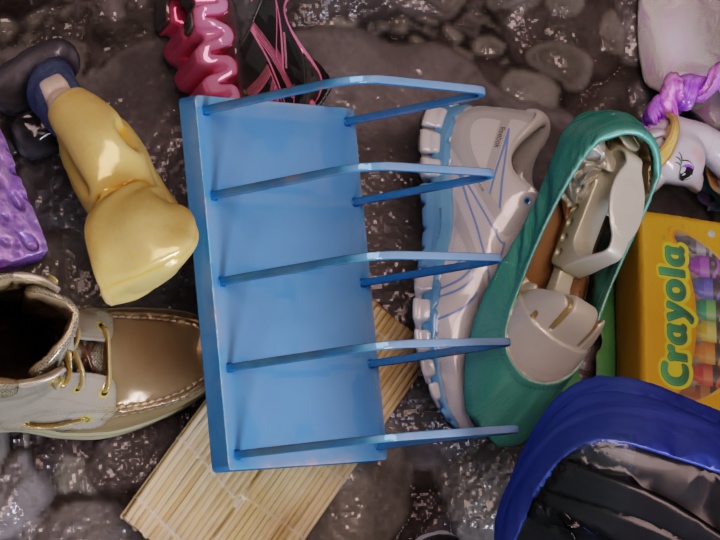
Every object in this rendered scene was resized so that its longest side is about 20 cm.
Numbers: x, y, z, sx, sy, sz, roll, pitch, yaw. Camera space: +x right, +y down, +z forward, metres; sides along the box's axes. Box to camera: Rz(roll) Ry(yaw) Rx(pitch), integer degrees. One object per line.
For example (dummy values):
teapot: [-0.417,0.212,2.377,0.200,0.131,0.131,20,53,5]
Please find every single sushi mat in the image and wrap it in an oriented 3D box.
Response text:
sushi mat: [-0.045,0.091,1.661,0.096,0.012,0.200,43,68,-17]

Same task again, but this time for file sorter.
file sorter: [0.000,0.000,1.588,0.138,0.122,0.201,1,81,-53]

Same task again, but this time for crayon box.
crayon box: [0.214,0.040,1.677,0.199,0.052,0.126,8,63,-13]

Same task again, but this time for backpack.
backpack: [0.168,0.149,1.561,0.199,0.168,0.163,17,108,-7]

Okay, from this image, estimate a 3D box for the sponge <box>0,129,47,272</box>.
sponge: [-0.283,-0.024,1.631,0.199,0.030,0.112,-22,80,-20]

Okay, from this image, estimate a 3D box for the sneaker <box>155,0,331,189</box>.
sneaker: [-0.054,-0.089,1.695,0.095,0.079,0.201,-4,76,-28]

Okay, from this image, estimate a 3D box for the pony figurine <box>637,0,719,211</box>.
pony figurine: [0.240,-0.103,1.746,0.199,0.166,0.194,18,78,-26]

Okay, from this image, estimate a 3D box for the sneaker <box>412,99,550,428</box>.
sneaker: [0.078,-0.006,1.685,0.086,0.075,0.201,-4,75,16]

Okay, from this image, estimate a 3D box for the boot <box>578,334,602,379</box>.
boot: [0.173,0.090,1.710,0.173,0.069,0.201,20,63,-6]

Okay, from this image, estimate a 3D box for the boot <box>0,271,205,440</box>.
boot: [-0.159,0.043,1.577,0.199,0.155,0.073,-4,77,-16]

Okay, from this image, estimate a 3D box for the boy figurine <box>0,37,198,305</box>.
boy figurine: [-0.138,-0.044,1.595,0.064,0.125,0.200,-27,41,-6]

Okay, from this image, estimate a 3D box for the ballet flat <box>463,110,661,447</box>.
ballet flat: [0.113,0.002,1.634,0.067,0.070,0.201,25,80,-22]

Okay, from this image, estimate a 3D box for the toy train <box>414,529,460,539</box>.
toy train: [0.049,0.222,1.588,0.113,0.086,0.200,-19,43,-13]
